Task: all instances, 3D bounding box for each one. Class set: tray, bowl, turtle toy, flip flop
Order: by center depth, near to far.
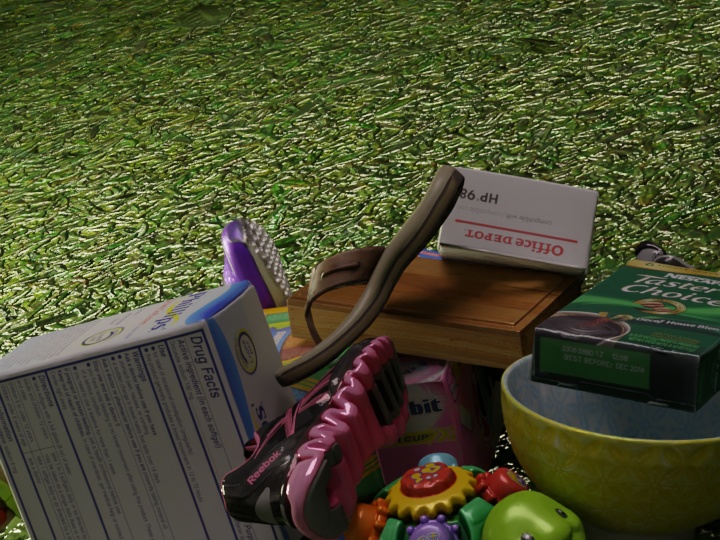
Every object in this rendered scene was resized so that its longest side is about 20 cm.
[{"bbox_3d":[0.072,0.183,1.429,0.146,0.101,0.200,-32,27,-36],"label":"turtle toy"},{"bbox_3d":[0.190,0.130,1.450,0.199,0.108,0.200,2,16,-1],"label":"bowl"},{"bbox_3d":[0.000,0.000,1.527,0.200,0.058,0.081,-54,0,-3],"label":"flip flop"},{"bbox_3d":[0.055,0.026,1.597,0.199,0.037,0.099,6,27,32],"label":"tray"}]

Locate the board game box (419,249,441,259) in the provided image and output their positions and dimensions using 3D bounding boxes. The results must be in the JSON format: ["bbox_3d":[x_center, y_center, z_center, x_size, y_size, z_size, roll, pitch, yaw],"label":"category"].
[{"bbox_3d":[0.075,0.040,1.853,0.134,0.045,0.200,-29,25,-32],"label":"board game box"}]

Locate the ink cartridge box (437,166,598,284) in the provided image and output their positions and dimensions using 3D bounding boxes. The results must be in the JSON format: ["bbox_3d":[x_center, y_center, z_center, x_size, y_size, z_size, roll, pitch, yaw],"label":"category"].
[{"bbox_3d":[0.122,-0.032,1.645,0.115,0.067,0.200,10,-4,4],"label":"ink cartridge box"}]

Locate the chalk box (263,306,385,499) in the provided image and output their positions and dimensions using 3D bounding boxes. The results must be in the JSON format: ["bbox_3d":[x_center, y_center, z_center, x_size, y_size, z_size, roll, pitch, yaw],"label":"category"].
[{"bbox_3d":[-0.072,0.107,1.678,0.199,0.124,0.124,-8,23,16],"label":"chalk box"}]

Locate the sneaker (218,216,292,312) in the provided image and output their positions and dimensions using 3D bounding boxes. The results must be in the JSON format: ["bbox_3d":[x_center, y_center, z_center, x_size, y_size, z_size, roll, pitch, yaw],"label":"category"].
[{"bbox_3d":[-0.099,0.047,1.765,0.099,0.200,0.070,-18,42,0],"label":"sneaker"}]

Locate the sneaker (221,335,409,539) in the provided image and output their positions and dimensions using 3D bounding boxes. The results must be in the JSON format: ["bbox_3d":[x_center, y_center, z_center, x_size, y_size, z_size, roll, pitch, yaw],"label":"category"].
[{"bbox_3d":[-0.033,0.110,1.462,0.095,0.079,0.200,-6,27,28],"label":"sneaker"}]

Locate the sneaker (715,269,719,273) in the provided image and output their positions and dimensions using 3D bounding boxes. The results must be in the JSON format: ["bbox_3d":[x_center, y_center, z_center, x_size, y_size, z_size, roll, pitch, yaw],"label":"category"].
[{"bbox_3d":[0.336,0.017,1.728,0.090,0.070,0.200,15,34,26],"label":"sneaker"}]

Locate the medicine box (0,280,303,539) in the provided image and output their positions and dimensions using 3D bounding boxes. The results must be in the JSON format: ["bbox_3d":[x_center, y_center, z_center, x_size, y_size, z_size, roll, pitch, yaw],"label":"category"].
[{"bbox_3d":[-0.152,0.126,1.552,0.199,0.183,0.103,-15,12,20],"label":"medicine box"}]

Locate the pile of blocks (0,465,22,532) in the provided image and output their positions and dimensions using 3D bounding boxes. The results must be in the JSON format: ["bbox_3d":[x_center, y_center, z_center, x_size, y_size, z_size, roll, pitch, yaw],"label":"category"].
[{"bbox_3d":[-0.250,0.164,1.714,0.200,0.082,0.062,-25,23,-25],"label":"pile of blocks"}]

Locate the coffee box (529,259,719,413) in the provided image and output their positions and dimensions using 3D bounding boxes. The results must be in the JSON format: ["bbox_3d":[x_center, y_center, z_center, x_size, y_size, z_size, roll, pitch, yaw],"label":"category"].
[{"bbox_3d":[0.209,0.042,1.483,0.123,0.044,0.200,10,18,26],"label":"coffee box"}]

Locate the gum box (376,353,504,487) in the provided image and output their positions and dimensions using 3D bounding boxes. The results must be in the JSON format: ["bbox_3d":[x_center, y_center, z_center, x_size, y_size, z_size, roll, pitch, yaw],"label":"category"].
[{"bbox_3d":[0.063,0.092,1.642,0.066,0.114,0.200,-8,22,16],"label":"gum box"}]

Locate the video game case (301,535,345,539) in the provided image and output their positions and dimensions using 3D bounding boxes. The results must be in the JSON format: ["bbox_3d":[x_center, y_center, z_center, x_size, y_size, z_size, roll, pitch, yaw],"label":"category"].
[{"bbox_3d":[-0.085,0.228,1.536,0.200,0.018,0.143,-24,23,-22],"label":"video game case"}]

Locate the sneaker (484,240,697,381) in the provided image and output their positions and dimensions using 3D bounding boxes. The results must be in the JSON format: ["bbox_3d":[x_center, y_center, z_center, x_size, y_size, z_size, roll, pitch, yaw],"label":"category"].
[{"bbox_3d":[0.195,0.035,1.643,0.199,0.116,0.075,1,-6,0],"label":"sneaker"}]
